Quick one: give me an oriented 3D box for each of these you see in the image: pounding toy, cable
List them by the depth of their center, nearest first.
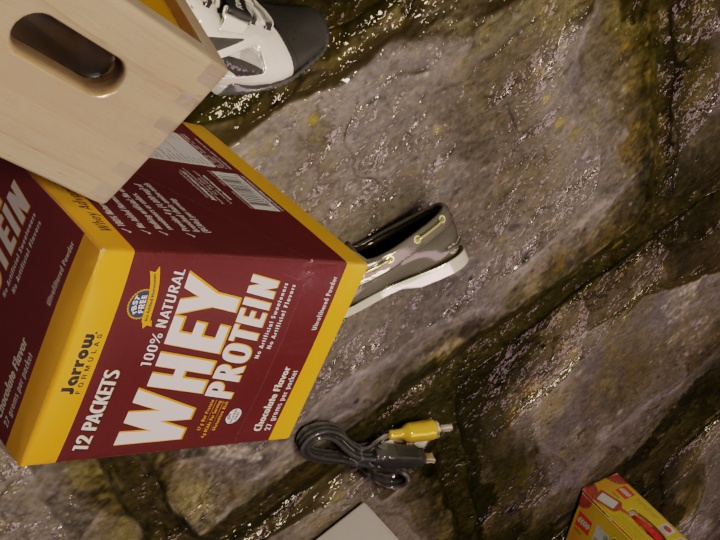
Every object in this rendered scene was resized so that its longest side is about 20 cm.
[{"bbox_3d":[-0.155,-0.159,0.587,0.142,0.185,0.200,-43,143,15],"label":"pounding toy"},{"bbox_3d":[0.004,0.191,1.225,0.199,0.051,0.097,12,131,-33],"label":"cable"}]

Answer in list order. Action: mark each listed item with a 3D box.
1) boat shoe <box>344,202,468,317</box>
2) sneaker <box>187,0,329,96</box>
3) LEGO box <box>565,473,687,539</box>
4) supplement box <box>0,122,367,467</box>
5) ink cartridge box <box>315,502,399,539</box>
[{"bbox_3d":[-0.001,-0.001,1.026,0.200,0.072,0.061,-22,107,-12],"label":"boat shoe"},{"bbox_3d":[-0.105,-0.171,0.785,0.199,0.074,0.089,-19,135,-30],"label":"sneaker"},{"bbox_3d":[0.386,0.414,1.608,0.077,0.200,0.150,-15,132,-32],"label":"LEGO box"},{"bbox_3d":[-0.145,-0.001,0.698,0.199,0.197,0.134,3,119,-48],"label":"supplement box"},{"bbox_3d":[-0.035,0.382,1.293,0.199,0.084,0.147,-35,139,-15],"label":"ink cartridge box"}]
